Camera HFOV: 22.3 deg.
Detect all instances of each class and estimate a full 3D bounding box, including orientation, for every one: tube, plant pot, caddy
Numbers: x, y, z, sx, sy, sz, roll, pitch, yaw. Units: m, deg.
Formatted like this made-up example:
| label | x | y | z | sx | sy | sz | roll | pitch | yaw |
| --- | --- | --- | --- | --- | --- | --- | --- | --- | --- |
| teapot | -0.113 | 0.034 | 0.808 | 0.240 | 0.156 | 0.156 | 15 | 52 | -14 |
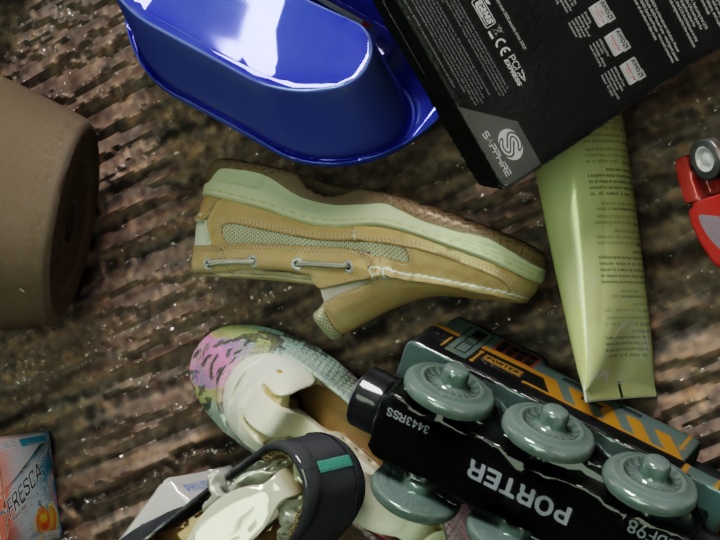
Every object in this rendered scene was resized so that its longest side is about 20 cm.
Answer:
| label | x | y | z | sx | sy | sz | roll | pitch | yaw |
| --- | --- | --- | --- | --- | --- | --- | --- | --- | --- |
| tube | 0.111 | -0.036 | 0.899 | 0.057 | 0.052 | 0.203 | -8 | 83 | -14 |
| plant pot | -0.237 | -0.044 | 0.988 | 0.172 | 0.200 | 0.203 | 10 | 94 | 3 |
| caddy | -0.037 | -0.141 | 0.939 | 0.199 | 0.105 | 0.142 | 30 | 77 | 19 |

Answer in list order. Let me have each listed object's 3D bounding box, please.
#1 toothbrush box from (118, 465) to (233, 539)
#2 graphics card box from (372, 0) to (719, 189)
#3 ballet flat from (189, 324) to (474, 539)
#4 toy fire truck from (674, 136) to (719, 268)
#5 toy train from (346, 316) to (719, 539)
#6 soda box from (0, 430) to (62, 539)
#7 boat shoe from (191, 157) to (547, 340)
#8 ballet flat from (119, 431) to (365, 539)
| label | x | y | z | sx | sy | sz | roll | pitch | yaw |
| --- | --- | --- | --- | --- | --- | --- | --- | --- | --- |
| toothbrush box | -0.057 | 0.225 | 0.956 | 0.200 | 0.086 | 0.146 | 40 | 103 | 15 |
| graphics card box | 0.111 | -0.142 | 0.848 | 0.199 | 0.051 | 0.126 | -34 | 102 | -8 |
| ballet flat | -0.017 | 0.091 | 0.947 | 0.199 | 0.071 | 0.070 | 35 | 103 | 18 |
| toy fire truck | 0.234 | -0.012 | 0.812 | 0.199 | 0.048 | 0.143 | -20 | 85 | 56 |
| toy train | 0.093 | 0.092 | 0.881 | 0.198 | 0.114 | 0.086 | 24 | 115 | 18 |
| soda box | -0.274 | 0.136 | 1.049 | 0.198 | 0.068 | 0.064 | -9 | 87 | 21 |
| boat shoe | 0.000 | 0.000 | 0.939 | 0.198 | 0.072 | 0.077 | 13 | 82 | 31 |
| ballet flat | -0.086 | 0.145 | 0.888 | 0.199 | 0.073 | 0.073 | -38 | 78 | 14 |
